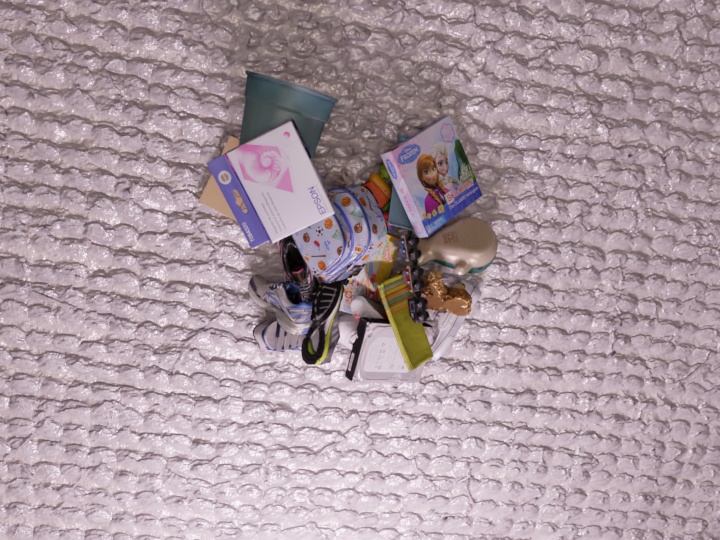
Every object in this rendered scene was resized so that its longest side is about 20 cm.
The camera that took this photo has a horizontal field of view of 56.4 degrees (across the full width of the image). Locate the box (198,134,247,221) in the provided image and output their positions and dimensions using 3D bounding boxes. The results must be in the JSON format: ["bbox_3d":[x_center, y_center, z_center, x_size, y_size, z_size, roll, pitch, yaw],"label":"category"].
[{"bbox_3d":[-0.234,-0.181,1.489,0.198,0.021,0.165,27,96,-12],"label":"box"}]

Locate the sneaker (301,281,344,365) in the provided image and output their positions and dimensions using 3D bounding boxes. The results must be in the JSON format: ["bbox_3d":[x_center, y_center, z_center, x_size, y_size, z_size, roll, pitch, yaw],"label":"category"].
[{"bbox_3d":[-0.077,0.117,1.513,0.073,0.081,0.203,11,79,26],"label":"sneaker"}]

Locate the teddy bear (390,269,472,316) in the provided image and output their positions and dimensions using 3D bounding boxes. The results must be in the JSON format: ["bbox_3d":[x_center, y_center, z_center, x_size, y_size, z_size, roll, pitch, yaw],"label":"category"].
[{"bbox_3d":[0.162,0.045,1.532,0.067,0.197,0.146,-61,137,-35],"label":"teddy bear"}]

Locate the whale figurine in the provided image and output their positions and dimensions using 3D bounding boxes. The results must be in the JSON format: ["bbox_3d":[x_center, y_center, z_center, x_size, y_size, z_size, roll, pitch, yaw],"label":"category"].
[{"bbox_3d":[0.214,-0.044,1.540,0.196,0.161,0.104,-11,144,-1],"label":"whale figurine"}]

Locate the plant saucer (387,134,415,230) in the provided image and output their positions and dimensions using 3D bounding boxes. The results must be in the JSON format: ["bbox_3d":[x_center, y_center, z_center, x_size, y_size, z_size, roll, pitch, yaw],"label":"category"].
[{"bbox_3d":[0.099,-0.193,1.484,0.069,0.019,0.204,11,81,-24],"label":"plant saucer"}]

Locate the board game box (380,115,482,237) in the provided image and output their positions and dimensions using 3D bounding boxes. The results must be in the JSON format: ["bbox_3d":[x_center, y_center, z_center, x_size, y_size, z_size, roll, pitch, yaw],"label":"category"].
[{"bbox_3d":[0.161,-0.209,1.486,0.199,0.041,0.202,-36,107,-31],"label":"board game box"}]

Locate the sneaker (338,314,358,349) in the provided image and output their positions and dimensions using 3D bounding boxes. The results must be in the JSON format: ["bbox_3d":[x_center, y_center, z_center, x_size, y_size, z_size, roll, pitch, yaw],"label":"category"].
[{"bbox_3d":[0.017,0.174,1.559,0.198,0.100,0.079,29,107,-12],"label":"sneaker"}]

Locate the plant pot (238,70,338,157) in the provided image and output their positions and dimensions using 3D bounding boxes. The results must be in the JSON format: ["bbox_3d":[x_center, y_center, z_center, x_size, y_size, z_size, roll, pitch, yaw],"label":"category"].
[{"bbox_3d":[-0.166,-0.285,1.387,0.197,0.200,0.199,15,100,-11],"label":"plant pot"}]

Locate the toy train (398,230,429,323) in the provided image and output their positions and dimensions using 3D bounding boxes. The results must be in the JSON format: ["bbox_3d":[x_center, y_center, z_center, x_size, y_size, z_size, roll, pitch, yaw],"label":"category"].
[{"bbox_3d":[0.115,0.014,1.468,0.034,0.045,0.204,-3,84,-51],"label":"toy train"}]

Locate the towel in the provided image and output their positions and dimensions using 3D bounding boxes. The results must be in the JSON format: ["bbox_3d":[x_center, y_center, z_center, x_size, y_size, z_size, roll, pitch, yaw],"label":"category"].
[{"bbox_3d":[0.102,0.111,1.473,0.085,0.018,0.203,-23,95,-38],"label":"towel"}]

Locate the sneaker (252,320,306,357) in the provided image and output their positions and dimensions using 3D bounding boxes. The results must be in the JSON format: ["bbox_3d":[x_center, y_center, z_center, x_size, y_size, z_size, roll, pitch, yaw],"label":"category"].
[{"bbox_3d":[-0.169,0.152,1.541,0.198,0.114,0.082,21,80,-43],"label":"sneaker"}]

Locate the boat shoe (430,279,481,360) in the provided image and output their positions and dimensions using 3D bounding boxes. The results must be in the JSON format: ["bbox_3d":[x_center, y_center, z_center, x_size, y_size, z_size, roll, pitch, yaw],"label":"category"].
[{"bbox_3d":[0.209,0.114,1.601,0.066,0.074,0.202,33,86,1],"label":"boat shoe"}]

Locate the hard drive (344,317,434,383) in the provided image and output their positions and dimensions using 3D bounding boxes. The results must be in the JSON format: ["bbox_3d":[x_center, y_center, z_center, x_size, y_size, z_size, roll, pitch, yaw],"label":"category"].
[{"bbox_3d":[0.068,0.181,1.499,0.197,0.038,0.142,8,102,-37],"label":"hard drive"}]

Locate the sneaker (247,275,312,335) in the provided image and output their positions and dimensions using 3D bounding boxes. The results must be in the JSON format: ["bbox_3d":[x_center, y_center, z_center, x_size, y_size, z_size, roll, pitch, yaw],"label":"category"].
[{"bbox_3d":[-0.170,0.055,1.476,0.076,0.199,0.086,-3,122,-51],"label":"sneaker"}]

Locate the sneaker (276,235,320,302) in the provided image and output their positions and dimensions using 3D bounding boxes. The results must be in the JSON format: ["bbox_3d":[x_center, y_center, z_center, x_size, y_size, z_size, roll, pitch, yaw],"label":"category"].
[{"bbox_3d":[-0.140,0.006,1.500,0.079,0.087,0.202,-23,116,-1],"label":"sneaker"}]

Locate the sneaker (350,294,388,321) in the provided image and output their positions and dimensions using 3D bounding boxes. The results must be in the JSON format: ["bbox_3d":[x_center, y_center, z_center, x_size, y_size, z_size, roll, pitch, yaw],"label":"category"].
[{"bbox_3d":[0.054,0.096,1.545,0.199,0.076,0.083,39,58,-37],"label":"sneaker"}]

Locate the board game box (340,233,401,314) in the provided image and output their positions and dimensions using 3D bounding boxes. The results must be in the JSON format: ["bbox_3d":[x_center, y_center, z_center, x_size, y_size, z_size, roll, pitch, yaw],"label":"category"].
[{"bbox_3d":[0.000,0.000,1.555,0.132,0.034,0.203,16,99,-11],"label":"board game box"}]

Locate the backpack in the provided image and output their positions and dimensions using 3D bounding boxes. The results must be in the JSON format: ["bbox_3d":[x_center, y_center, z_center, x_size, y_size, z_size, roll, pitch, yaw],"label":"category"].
[{"bbox_3d":[-0.044,-0.087,1.425,0.189,0.154,0.202,-35,84,30],"label":"backpack"}]

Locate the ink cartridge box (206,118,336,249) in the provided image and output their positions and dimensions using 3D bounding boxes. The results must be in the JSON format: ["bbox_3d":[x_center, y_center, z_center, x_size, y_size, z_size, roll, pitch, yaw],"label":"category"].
[{"bbox_3d":[-0.176,-0.162,1.316,0.197,0.043,0.199,-25,106,8],"label":"ink cartridge box"}]

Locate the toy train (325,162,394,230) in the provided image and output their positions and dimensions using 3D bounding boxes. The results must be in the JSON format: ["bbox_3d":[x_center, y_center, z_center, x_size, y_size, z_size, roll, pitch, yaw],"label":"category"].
[{"bbox_3d":[0.029,-0.197,1.499,0.116,0.085,0.200,-46,104,-8],"label":"toy train"}]
